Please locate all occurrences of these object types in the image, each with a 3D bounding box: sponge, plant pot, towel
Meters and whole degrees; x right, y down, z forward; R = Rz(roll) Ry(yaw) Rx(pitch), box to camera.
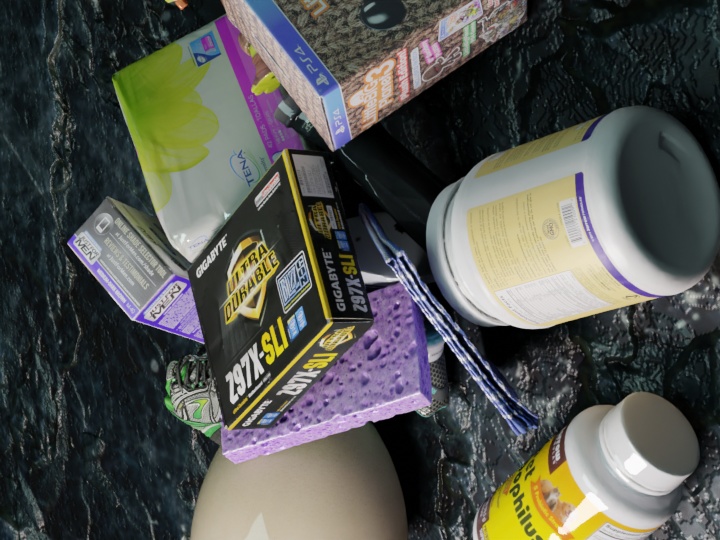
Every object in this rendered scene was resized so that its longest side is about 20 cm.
[{"bbox_3d":[-0.035,0.089,1.613,0.199,0.030,0.112,-18,58,22],"label":"sponge"},{"bbox_3d":[-0.051,0.185,1.691,0.200,0.200,0.135,11,99,43],"label":"plant pot"},{"bbox_3d":[0.071,0.038,1.531,0.200,0.024,0.145,52,-178,-21],"label":"towel"}]

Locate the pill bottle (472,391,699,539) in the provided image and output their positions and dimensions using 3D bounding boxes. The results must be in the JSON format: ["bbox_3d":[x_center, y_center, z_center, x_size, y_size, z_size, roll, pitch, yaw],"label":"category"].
[{"bbox_3d":[0.184,0.183,1.507,0.109,0.109,0.200,56,133,17],"label":"pill bottle"}]

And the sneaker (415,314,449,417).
[{"bbox_3d":[0.005,0.091,1.689,0.200,0.077,0.092,5,115,50],"label":"sneaker"}]

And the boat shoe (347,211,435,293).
[{"bbox_3d":[0.000,0.000,1.664,0.199,0.091,0.071,-1,59,17],"label":"boat shoe"}]

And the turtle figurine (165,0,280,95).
[{"bbox_3d":[-0.092,-0.234,1.610,0.064,0.200,0.162,-40,76,28],"label":"turtle figurine"}]

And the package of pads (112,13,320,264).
[{"bbox_3d":[-0.126,-0.120,1.663,0.154,0.068,0.201,-27,64,8],"label":"package of pads"}]

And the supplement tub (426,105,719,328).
[{"bbox_3d":[0.162,-0.035,1.441,0.200,0.145,0.146,-17,89,46],"label":"supplement tub"}]

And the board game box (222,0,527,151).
[{"bbox_3d":[0.009,-0.226,1.492,0.160,0.200,0.097,52,171,21],"label":"board game box"}]

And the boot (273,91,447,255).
[{"bbox_3d":[0.032,-0.095,1.593,0.200,0.165,0.066,40,118,2],"label":"boot"}]

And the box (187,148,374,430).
[{"bbox_3d":[-0.070,0.020,1.548,0.200,0.049,0.160,-46,53,48],"label":"box"}]

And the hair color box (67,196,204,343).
[{"bbox_3d":[-0.176,0.008,1.750,0.065,0.200,0.109,-47,64,7],"label":"hair color box"}]

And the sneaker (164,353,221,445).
[{"bbox_3d":[-0.146,0.113,1.780,0.085,0.078,0.200,23,154,-6],"label":"sneaker"}]
